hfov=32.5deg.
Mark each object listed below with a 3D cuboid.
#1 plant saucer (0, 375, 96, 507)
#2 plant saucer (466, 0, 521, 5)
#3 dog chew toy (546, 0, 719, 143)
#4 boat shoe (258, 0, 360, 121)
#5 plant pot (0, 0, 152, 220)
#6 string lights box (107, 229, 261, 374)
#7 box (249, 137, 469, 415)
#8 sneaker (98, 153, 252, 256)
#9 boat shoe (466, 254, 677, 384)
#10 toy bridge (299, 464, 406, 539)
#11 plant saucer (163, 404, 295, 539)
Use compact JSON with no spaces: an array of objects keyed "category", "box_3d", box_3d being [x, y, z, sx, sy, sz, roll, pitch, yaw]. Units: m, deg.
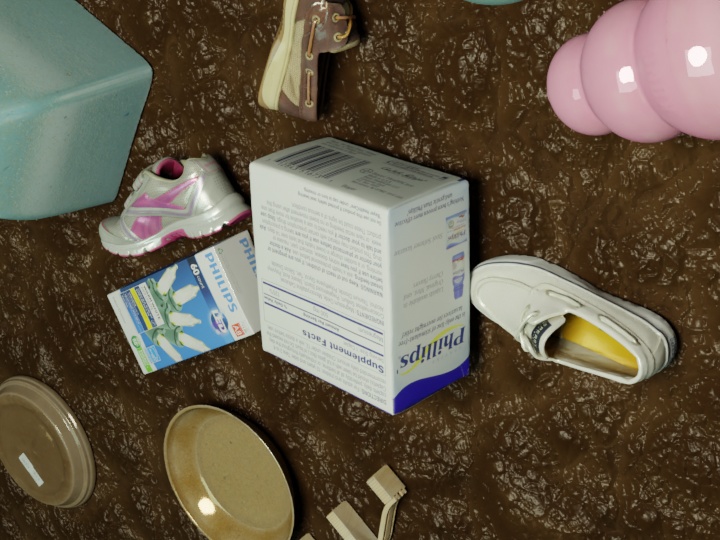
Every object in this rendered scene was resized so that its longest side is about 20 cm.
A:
[{"category":"plant saucer","box_3d":[-0.438,0.238,1.680,0.200,0.029,0.200,18,122,31]},{"category":"plant saucer","box_3d":[0.092,-0.309,0.981,0.200,0.027,0.201,17,120,33]},{"category":"dog chew toy","box_3d":[0.218,-0.148,0.897,0.200,0.124,0.125,-8,106,49]},{"category":"boat shoe","box_3d":[-0.032,-0.222,1.105,0.072,0.072,0.200,25,122,3]},{"category":"plant pot","box_3d":[-0.377,-0.170,1.313,0.196,0.200,0.197,41,130,17]},{"category":"string lights box","box_3d":[-0.181,0.037,1.349,0.200,0.059,0.103,-22,95,43]},{"category":"box","box_3d":[0.000,0.000,1.136,0.184,0.105,0.200,22,124,42]},{"category":"sneaker","box_3d":[-0.204,-0.074,1.308,0.200,0.081,0.088,-14,100,34]},{"category":"boat shoe","box_3d":[0.167,0.045,1.061,0.200,0.070,0.071,25,124,31]},{"category":"toy bridge","box_3d":[-0.007,0.286,1.350,0.067,0.027,0.200,49,133,8]},{"category":"plant saucer","box_3d":[-0.145,0.240,1.435,0.200,0.035,0.201,17,120,32]}]
